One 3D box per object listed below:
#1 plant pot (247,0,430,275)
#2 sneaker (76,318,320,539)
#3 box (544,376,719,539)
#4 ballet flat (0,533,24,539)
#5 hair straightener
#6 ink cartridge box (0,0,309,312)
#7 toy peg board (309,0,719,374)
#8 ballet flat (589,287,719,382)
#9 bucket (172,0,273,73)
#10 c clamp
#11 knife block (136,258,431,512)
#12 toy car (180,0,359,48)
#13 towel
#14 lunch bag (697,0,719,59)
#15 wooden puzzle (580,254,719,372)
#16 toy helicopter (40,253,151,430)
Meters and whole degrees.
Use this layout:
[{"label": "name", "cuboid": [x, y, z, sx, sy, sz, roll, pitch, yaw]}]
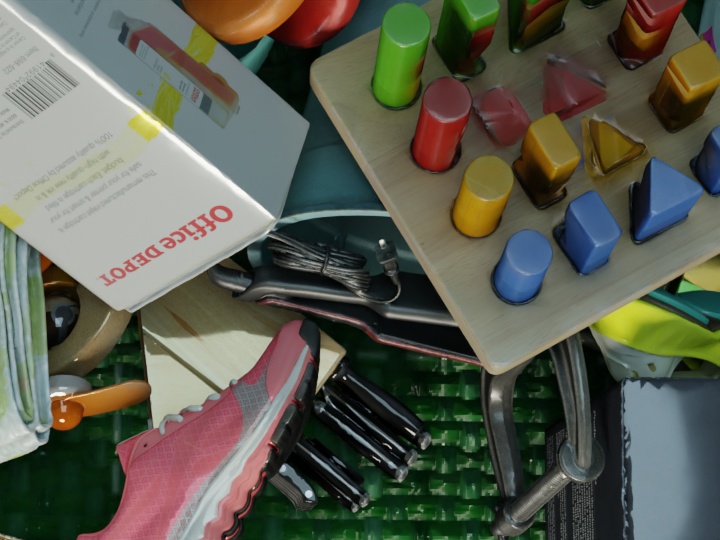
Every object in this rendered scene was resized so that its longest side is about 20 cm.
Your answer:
[{"label": "plant pot", "cuboid": [0.047, -0.083, 1.209, 0.200, 0.200, 0.196, 12, 69, -5]}, {"label": "sneaker", "cuboid": [-0.092, 0.103, 1.140, 0.087, 0.074, 0.200, 29, 75, 7]}, {"label": "box", "cuboid": [0.225, 0.138, 1.175, 0.200, 0.197, 0.124, 1, 79, -8]}, {"label": "ballet flat", "cuboid": [-0.213, 0.186, 1.175, 0.200, 0.065, 0.071, 13, 79, -5]}, {"label": "hair straightener", "cuboid": [0.000, 0.000, 1.140, 0.200, 0.077, 0.041, 17, 47, -3]}, {"label": "ink cartridge box", "cuboid": [-0.150, -0.085, 1.076, 0.200, 0.145, 0.084, 41, 45, -24]}, {"label": "toy peg board", "cuboid": [0.107, -0.085, 1.053, 0.200, 0.098, 0.199, -28, 75, -12]}, {"label": "ballet flat", "cuboid": [0.179, 0.040, 1.173, 0.067, 0.200, 0.067, 29, 100, 35]}, {"label": "bucket", "cuboid": [-0.131, -0.190, 1.226, 0.207, 0.135, 0.208, 2, 78, -8]}, {"label": "c clamp", "cuboid": [0.105, 0.106, 1.173, 0.027, 0.200, 0.171, -3, 64, -13]}, {"label": "knife block", "cuboid": [-0.048, 0.052, 1.225, 0.175, 0.064, 0.200, -6, 79, -9]}, {"label": "toy car", "cuboid": [-0.036, -0.205, 1.101, 0.200, 0.175, 0.150, -55, 131, -32]}, {"label": "towel", "cuboid": [-0.265, 0.039, 1.152, 0.200, 0.048, 0.172, -17, 66, 26]}, {"label": "lunch bag", "cuboid": [0.317, -0.161, 1.288, 0.200, 0.077, 0.161, 22, 71, -19]}, {"label": "wooden puzzle", "cuboid": [0.201, -0.034, 1.284, 0.185, 0.046, 0.200, 24, 76, -2]}, {"label": "toy helicopter", "cuboid": [-0.207, 0.067, 1.182, 0.200, 0.079, 0.132, -46, 54, 6]}]
